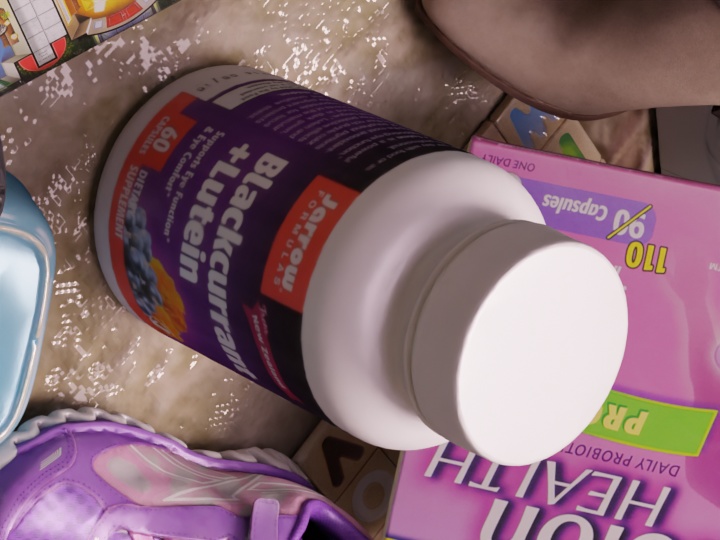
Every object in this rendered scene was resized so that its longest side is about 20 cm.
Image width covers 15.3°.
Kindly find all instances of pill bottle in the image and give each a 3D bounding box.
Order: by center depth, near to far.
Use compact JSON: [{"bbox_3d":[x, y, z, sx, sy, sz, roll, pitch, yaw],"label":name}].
[{"bbox_3d":[0.000,0.000,0.988,0.111,0.200,0.112,-18,118,-36],"label":"pill bottle"}]

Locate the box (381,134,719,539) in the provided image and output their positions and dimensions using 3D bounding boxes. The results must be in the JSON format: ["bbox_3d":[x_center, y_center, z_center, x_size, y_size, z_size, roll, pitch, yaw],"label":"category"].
[{"bbox_3d":[0.113,0.062,1.090,0.097,0.176,0.200,19,84,-80],"label":"box"}]

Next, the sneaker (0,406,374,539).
[{"bbox_3d":[-0.067,0.107,1.046,0.200,0.088,0.081,10,102,-47],"label":"sneaker"}]

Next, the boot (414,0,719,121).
[{"bbox_3d":[0.135,-0.103,1.053,0.200,0.146,0.070,15,74,-12],"label":"boot"}]

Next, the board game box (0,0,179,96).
[{"bbox_3d":[-0.095,-0.124,0.918,0.200,0.023,0.105,-30,139,-7],"label":"board game box"}]

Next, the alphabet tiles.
[{"bbox_3d":[0.055,0.034,1.189,0.200,0.008,0.167,-52,134,-14],"label":"alphabet tiles"}]

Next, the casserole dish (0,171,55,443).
[{"bbox_3d":[-0.184,0.019,0.944,0.200,0.039,0.121,3,106,-42],"label":"casserole dish"}]

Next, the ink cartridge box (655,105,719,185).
[{"bbox_3d":[0.207,-0.077,1.144,0.041,0.200,0.200,-30,125,-33],"label":"ink cartridge box"}]

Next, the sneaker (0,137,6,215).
[{"bbox_3d":[-0.209,-0.057,0.865,0.200,0.083,0.072,24,54,-36],"label":"sneaker"}]
